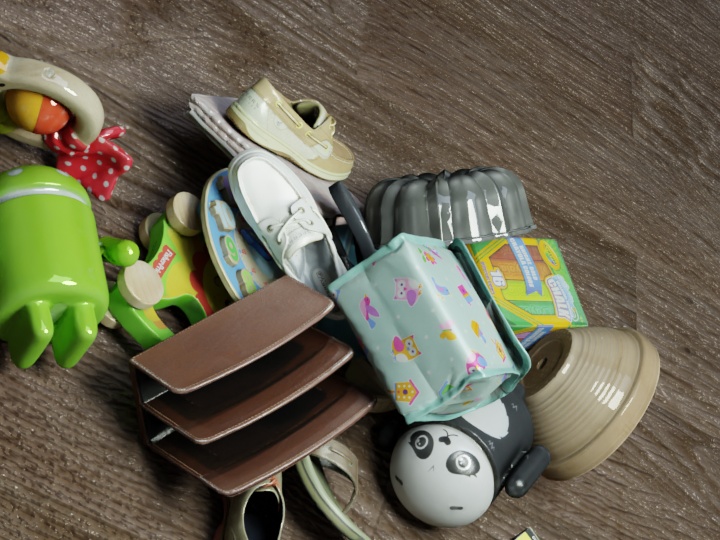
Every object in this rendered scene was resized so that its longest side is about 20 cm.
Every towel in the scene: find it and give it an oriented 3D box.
[{"bbox_3d":[-0.093,-0.121,1.559,0.200,0.032,0.191,44,15,9],"label":"towel"}]

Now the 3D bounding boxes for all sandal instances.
[{"bbox_3d":[-0.037,0.186,1.407,0.202,0.057,0.080,64,0,18],"label":"sandal"},{"bbox_3d":[0.000,0.001,1.493,0.076,0.043,0.201,-112,-177,-64],"label":"sandal"}]

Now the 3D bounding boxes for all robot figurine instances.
[{"bbox_3d":[-0.301,-0.011,1.303,0.174,0.116,0.201,2,58,-32],"label":"robot figurine"},{"bbox_3d":[0.113,0.188,1.507,0.125,0.150,0.200,58,40,-9],"label":"robot figurine"}]

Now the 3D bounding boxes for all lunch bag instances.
[{"bbox_3d":[0.082,0.058,1.408,0.171,0.122,0.200,60,21,15],"label":"lunch bag"}]

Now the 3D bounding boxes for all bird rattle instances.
[{"bbox_3d":[-0.316,-0.148,1.373,0.199,0.163,0.113,27,63,-11],"label":"bird rattle"}]

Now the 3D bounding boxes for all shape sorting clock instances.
[{"bbox_3d":[-0.101,-0.018,1.477,0.200,0.039,0.201,44,28,-31],"label":"shape sorting clock"}]

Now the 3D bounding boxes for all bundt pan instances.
[{"bbox_3d":[0.095,-0.074,1.570,0.201,0.201,0.076,-12,98,-45],"label":"bundt pan"}]

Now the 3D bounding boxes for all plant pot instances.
[{"bbox_3d":[0.240,0.134,1.600,0.093,0.201,0.201,38,42,-16],"label":"plant pot"}]

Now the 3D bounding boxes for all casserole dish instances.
[{"bbox_3d":[0.009,0.016,1.614,0.121,0.039,0.201,32,43,-20],"label":"casserole dish"}]

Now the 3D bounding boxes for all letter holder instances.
[{"bbox_3d":[-0.095,0.109,1.326,0.199,0.101,0.142,-29,39,-35],"label":"letter holder"}]

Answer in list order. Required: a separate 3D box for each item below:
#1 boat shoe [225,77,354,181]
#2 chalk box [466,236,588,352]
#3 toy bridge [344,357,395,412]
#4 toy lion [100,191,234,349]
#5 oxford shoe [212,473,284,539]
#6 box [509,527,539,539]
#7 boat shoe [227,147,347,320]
[{"bbox_3d":[-0.062,-0.156,1.546,0.074,0.066,0.200,49,16,32],"label":"boat shoe"},{"bbox_3d":[0.182,0.041,1.681,0.199,0.124,0.126,0,60,-41],"label":"chalk box"},{"bbox_3d":[0.012,0.125,1.520,0.199,0.027,0.067,-8,43,-47],"label":"toy bridge"},{"bbox_3d":[-0.161,0.030,1.441,0.192,0.069,0.200,46,37,-16],"label":"toy lion"},{"bbox_3d":[-0.095,0.211,1.346,0.070,0.075,0.201,22,46,-26],"label":"oxford shoe"},{"bbox_3d":[0.117,0.341,1.438,0.200,0.075,0.050,-27,77,-47],"label":"box"},{"bbox_3d":[-0.064,-0.036,1.420,0.201,0.071,0.069,55,-2,-14],"label":"boat shoe"}]
